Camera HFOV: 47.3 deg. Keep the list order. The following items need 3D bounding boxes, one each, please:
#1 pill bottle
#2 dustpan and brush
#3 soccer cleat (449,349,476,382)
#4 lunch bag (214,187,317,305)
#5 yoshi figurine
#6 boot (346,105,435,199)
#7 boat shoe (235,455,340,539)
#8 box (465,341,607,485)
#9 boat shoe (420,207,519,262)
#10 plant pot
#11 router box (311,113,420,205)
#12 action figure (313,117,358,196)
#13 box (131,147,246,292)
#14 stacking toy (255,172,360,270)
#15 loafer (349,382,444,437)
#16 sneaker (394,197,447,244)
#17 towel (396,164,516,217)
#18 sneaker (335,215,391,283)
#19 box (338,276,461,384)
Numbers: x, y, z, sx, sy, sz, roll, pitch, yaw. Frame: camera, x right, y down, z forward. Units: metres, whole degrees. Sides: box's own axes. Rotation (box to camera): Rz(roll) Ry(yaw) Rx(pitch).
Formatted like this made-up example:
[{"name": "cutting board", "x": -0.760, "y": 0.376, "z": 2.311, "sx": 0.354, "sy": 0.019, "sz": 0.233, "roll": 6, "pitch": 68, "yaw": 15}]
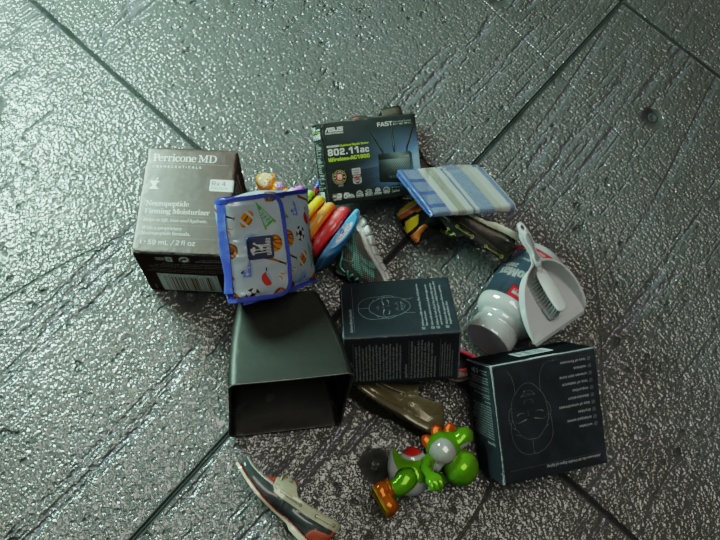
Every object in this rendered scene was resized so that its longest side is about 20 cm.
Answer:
[{"name": "pill bottle", "x": 0.286, "y": 0.057, "z": 1.521, "sx": 0.119, "sy": 0.120, "sz": 0.201, "roll": 35, "pitch": 66, "yaw": 7}, {"name": "dustpan and brush", "x": 0.317, "y": 0.011, "z": 1.446, "sx": 0.138, "sy": 0.057, "sz": 0.202, "roll": -28, "pitch": 86, "yaw": -24}, {"name": "soccer cleat", "x": 0.113, "y": 0.148, "z": 1.477, "sx": 0.196, "sy": 0.073, "sz": 0.069, "roll": 15, "pitch": 65, "yaw": -3}, {"name": "lunch bag", "x": -0.160, "y": -0.043, "z": 1.341, "sx": 0.122, "sy": 0.199, "sz": 0.174, "roll": -3, "pitch": 97, "yaw": 28}, {"name": "yoshi figurine", "x": 0.120, "y": 0.346, "z": 1.371, "sx": 0.198, "sy": 0.113, "sz": 0.112, "roll": -33, "pitch": 34, "yaw": -12}, {"name": "boot", "x": 0.041, "y": -0.223, "z": 1.630, "sx": 0.197, "sy": 0.069, "sz": 0.177, "roll": -22, "pitch": 80, "yaw": -10}, {"name": "boat shoe", "x": -0.120, "y": 0.371, "z": 1.340, "sx": 0.200, "sy": 0.071, "sz": 0.063, "roll": 45, "pitch": 82, "yaw": 4}, {"name": "box", "x": 0.300, "y": 0.239, "z": 1.409, "sx": 0.196, "sy": 0.124, "sz": 0.201, "roll": -8, "pitch": 91, "yaw": -13}, {"name": "boat shoe", "x": 0.196, "y": -0.081, "z": 1.529, "sx": 0.198, "sy": 0.072, "sz": 0.062, "roll": 26, "pitch": 94, "yaw": 11}, {"name": "plant pot", "x": -0.129, "y": 0.148, "z": 1.379, "sx": 0.195, "sy": 0.201, "sz": 0.180, "roll": -3, "pitch": 57, "yaw": -11}, {"name": "router box", "x": 0.014, "y": -0.208, "z": 1.543, "sx": 0.196, "sy": 0.062, "sz": 0.153, "roll": -9, "pitch": 96, "yaw": -18}, {"name": "action figure", "x": -0.047, "y": -0.202, "z": 1.581, "sx": 0.064, "sy": 0.052, "sz": 0.203, "roll": 26, "pitch": 88, "yaw": -6}, {"name": "box", "x": -0.293, "y": -0.084, "z": 1.446, "sx": 0.162, "sy": 0.165, "sz": 0.204, "roll": 2, "pitch": 66, "yaw": 0}, {"name": "stacking toy", "x": -0.106, "y": -0.108, "z": 1.464, "sx": 0.199, "sy": 0.110, "sz": 0.117, "roll": 39, "pitch": 70, "yaw": 0}, {"name": "loafer", "x": 0.063, "y": 0.226, "z": 1.440, "sx": 0.198, "sy": 0.076, "sz": 0.068, "roll": 32, "pitch": 64, "yaw": -6}, {"name": "sneaker", "x": 0.165, "y": -0.121, "z": 1.613, "sx": 0.197, "sy": 0.070, "sz": 0.091, "roll": -26, "pitch": 89, "yaw": -19}, {"name": "towel", "x": 0.177, "y": -0.146, "z": 1.515, "sx": 0.197, "sy": 0.024, "sz": 0.148, "roll": -7, "pitch": 43, "yaw": -29}, {"name": "sneaker", "x": 0.000, "y": 0.000, "z": 1.530, "sx": 0.090, "sy": 0.078, "sz": 0.203, "roll": -21, "pitch": 65, "yaw": -6}, {"name": "box", "x": 0.064, "y": 0.102, "z": 1.410, "sx": 0.195, "sy": 0.109, "sz": 0.150, "roll": -3, "pitch": 36, "yaw": -1}]
